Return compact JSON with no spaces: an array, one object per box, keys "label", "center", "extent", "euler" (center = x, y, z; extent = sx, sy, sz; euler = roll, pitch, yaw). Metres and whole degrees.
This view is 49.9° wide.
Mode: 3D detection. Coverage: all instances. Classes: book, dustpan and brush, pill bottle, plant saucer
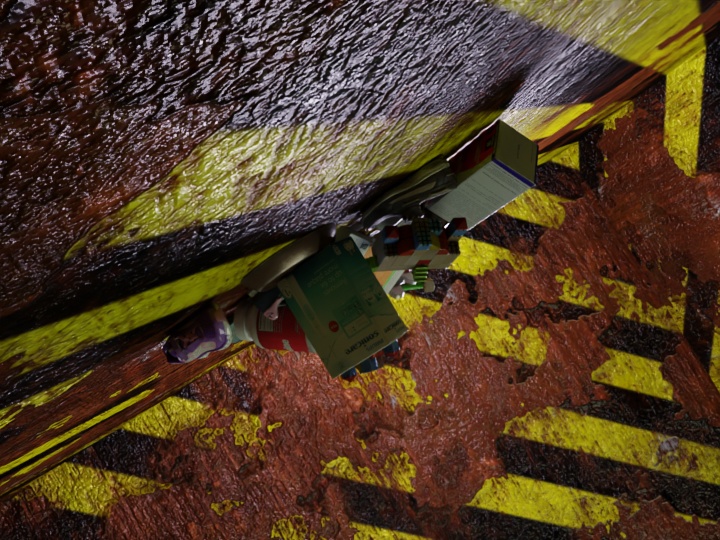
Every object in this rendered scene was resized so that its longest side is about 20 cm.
[{"label":"book","center":[0.000,0.000,1.527],"extent":[0.199,0.048,0.134],"euler":[19,106,-51]},{"label":"dustpan and brush","center":[0.040,-0.105,1.532],"extent":[0.199,0.057,0.140],"euler":[-40,-177,7]},{"label":"pill bottle","center":[-0.156,0.108,1.597],"extent":[0.198,0.114,0.112],"euler":[3,-169,22]},{"label":"plant saucer","center":[-0.120,-0.016,1.385],"extent":[0.199,0.035,0.200],"euler":[-32,176,-3]}]

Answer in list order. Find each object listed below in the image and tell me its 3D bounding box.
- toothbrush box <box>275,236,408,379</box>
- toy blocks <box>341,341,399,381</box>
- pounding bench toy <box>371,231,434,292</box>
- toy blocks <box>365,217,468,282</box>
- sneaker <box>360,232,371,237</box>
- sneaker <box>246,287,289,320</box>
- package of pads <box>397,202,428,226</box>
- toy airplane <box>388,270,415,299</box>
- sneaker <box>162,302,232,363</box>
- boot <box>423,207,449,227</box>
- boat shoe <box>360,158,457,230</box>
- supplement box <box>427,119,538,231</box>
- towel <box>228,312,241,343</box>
[{"label":"toothbrush box","center":[-0.033,0.066,1.374],"extent":[0.146,0.201,0.085],"euler":[-33,177,31]},{"label":"toy blocks","center":[0.004,0.162,1.680],"extent":[0.198,0.138,0.100],"euler":[-21,172,32]},{"label":"pounding bench toy","center":[0.076,0.001,1.944],"extent":[0.155,0.201,0.124],"euler":[-33,-177,1]},{"label":"toy blocks","center":[0.110,-0.049,1.432],"extent":[0.197,0.101,0.137],"euler":[-3,159,-15]},{"label":"sneaker","center":[-0.042,-0.010,1.626],"extent":[0.200,0.075,0.106],"euler":[-40,-160,-14]},{"label":"sneaker","center":[-0.134,0.034,1.550],"extent":[0.199,0.082,0.070],"euler":[-31,174,-39]},{"label":"package of pads","center":[0.118,-0.125,1.759],"extent":[0.154,0.069,0.200],"euler":[-31,177,3]},{"label":"toy airplane","center":[0.031,-0.006,1.765],"extent":[0.198,0.142,0.200],"euler":[4,-144,25]},{"label":"sneaker","center":[-0.301,0.124,1.398],"extent":[0.088,0.081,0.200],"euler":[-20,171,-38]},{"label":"boot","center":[0.162,-0.118,1.584],"extent":[0.097,0.075,0.200],"euler":[-41,170,2]},{"label":"boat shoe","center":[0.088,-0.124,1.410],"extent":[0.199,0.074,0.074],"euler":[-34,176,22]},{"label":"supplement box","center":[0.229,-0.174,1.458],"extent":[0.200,0.103,0.102],"euler":[-38,-149,48]},{"label":"towel","center":[-0.286,0.134,1.814],"extent":[0.146,0.022,0.200],"euler":[-32,168,19]}]
